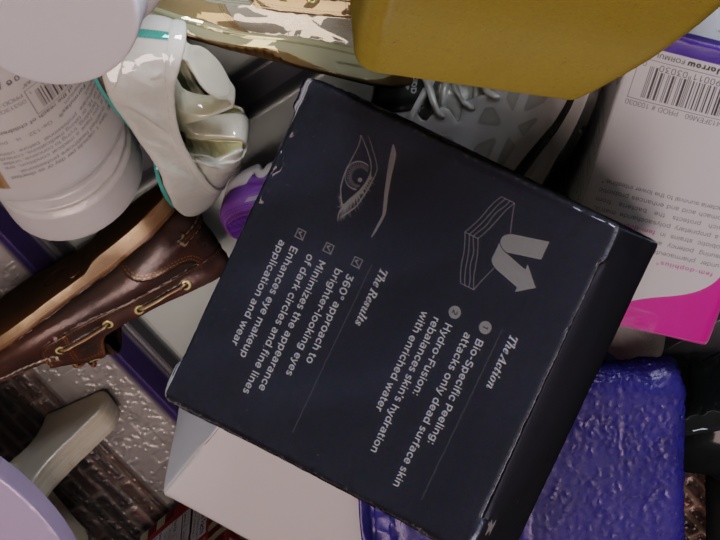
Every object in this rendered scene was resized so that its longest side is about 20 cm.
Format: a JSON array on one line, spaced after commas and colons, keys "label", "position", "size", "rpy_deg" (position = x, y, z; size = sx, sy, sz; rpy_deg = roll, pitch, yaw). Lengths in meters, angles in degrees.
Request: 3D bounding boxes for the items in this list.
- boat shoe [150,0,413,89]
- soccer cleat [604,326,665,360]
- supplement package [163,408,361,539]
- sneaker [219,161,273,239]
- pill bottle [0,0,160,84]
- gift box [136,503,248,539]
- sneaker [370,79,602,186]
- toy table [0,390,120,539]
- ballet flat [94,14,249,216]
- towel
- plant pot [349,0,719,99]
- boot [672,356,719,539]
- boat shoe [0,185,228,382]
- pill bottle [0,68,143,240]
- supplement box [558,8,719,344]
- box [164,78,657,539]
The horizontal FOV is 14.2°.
[{"label": "boat shoe", "position": [-0.060, -0.158, 1.660], "size": [0.199, 0.074, 0.067], "rpy_deg": [14, 96, -1]}, {"label": "soccer cleat", "position": [0.091, 0.018, 1.774], "size": [0.199, 0.070, 0.087], "rpy_deg": [8, 110, -2]}, {"label": "supplement package", "position": [-0.004, 0.113, 1.808], "size": [0.200, 0.120, 0.121], "rpy_deg": [31, 122, -16]}, {"label": "sneaker", "position": [0.000, 0.000, 1.718], "size": [0.199, 0.089, 0.081], "rpy_deg": [18, 160, 18]}, {"label": "pill bottle", "position": [-0.145, -0.195, 1.514], "size": [0.114, 0.200, 0.115], "rpy_deg": [4, 131, 5]}, {"label": "gift box", "position": [-0.085, 0.269, 1.894], "size": [0.187, 0.185, 0.200], "rpy_deg": [41, 114, -19]}, {"label": "sneaker", "position": [0.069, -0.103, 1.676], "size": [0.115, 0.076, 0.201], "rpy_deg": [18, 127, -9]}, {"label": "toy table", "position": [-0.242, 0.153, 1.864], "size": [0.183, 0.117, 0.201], "rpy_deg": [-13, 122, 15]}, {"label": "ballet flat", "position": [-0.099, -0.087, 1.668], "size": [0.069, 0.070, 0.200], "rpy_deg": [-8, 153, 11]}, {"label": "towel", "position": [0.096, 0.125, 1.729], "size": [0.199, 0.050, 0.148], "rpy_deg": [-4, 105, -12]}, {"label": "plant pot", "position": [0.081, -0.202, 1.526], "size": [0.199, 0.201, 0.177], "rpy_deg": [7, 146, -17]}, {"label": "boot", "position": [0.228, 0.134, 1.831], "size": [0.197, 0.073, 0.163], "rpy_deg": [-7, 124, 6]}, {"label": "boat shoe", "position": [-0.172, 0.026, 1.795], "size": [0.200, 0.070, 0.070], "rpy_deg": [-32, 112, 25]}, {"label": "pill bottle", "position": [-0.197, -0.105, 1.650], "size": [0.114, 0.115, 0.200], "rpy_deg": [-8, 148, 12]}, {"label": "supplement box", "position": [0.181, -0.071, 1.672], "size": [0.101, 0.104, 0.201], "rpy_deg": [13, 124, -5]}, {"label": "box", "position": [0.030, 0.027, 1.608], "size": [0.199, 0.117, 0.197], "rpy_deg": [27, 94, 17]}]
